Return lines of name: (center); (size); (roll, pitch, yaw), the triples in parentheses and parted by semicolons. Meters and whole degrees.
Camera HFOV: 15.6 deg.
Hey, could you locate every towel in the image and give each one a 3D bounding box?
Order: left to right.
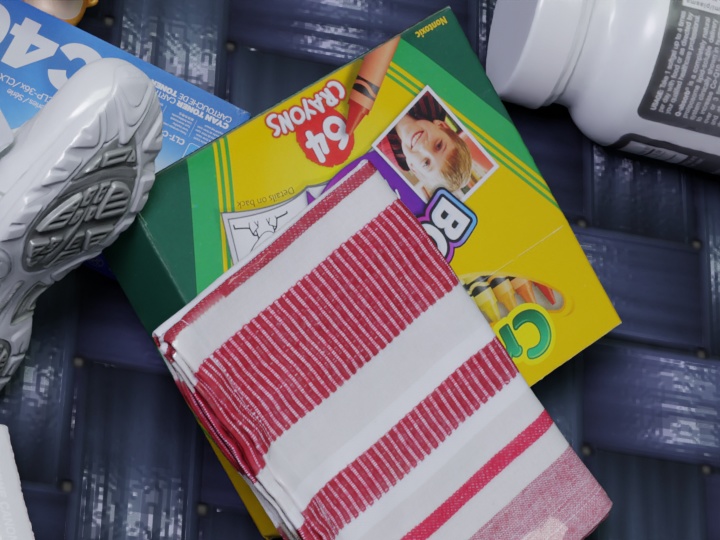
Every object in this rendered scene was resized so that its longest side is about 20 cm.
towel: (0.014, 0.069, 1.164); (0.144, 0.023, 0.200); (-40, 102, -29)

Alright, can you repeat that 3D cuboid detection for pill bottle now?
pill bottle: (0.172, -0.109, 1.327); (0.199, 0.116, 0.117); (14, 58, -11)

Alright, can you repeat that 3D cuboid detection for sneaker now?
sneaker: (-0.166, -0.029, 1.135); (0.078, 0.200, 0.099); (1, 46, -55)

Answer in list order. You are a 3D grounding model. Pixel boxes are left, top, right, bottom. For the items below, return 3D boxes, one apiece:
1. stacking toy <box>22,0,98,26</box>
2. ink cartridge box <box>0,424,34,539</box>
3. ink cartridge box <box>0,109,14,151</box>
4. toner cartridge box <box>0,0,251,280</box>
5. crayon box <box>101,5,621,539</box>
stacking toy: (-0.152, -0.210, 1.298); (0.116, 0.110, 0.201); (5, 72, -16)
ink cartridge box: (-0.230, 0.153, 1.093); (0.199, 0.050, 0.161); (-5, 63, -26)
ink cartridge box: (-0.270, -0.104, 1.095); (0.145, 0.146, 0.200); (-37, 42, -14)
toner cartridge box: (-0.161, -0.073, 1.240); (0.200, 0.043, 0.095); (26, 59, -3)
crayon box: (0.000, 0.000, 1.214); (0.200, 0.058, 0.173); (-32, 95, -30)
